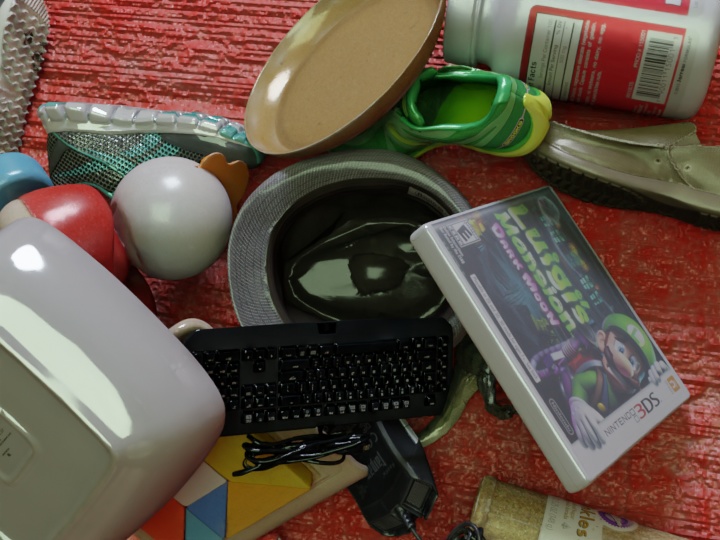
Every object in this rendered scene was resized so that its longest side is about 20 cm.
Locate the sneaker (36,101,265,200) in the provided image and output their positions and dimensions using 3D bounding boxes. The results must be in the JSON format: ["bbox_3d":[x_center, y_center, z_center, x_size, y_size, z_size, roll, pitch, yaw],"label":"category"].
[{"bbox_3d":[-0.175,-0.091,0.827,0.199,0.078,0.092,7,100,13],"label":"sneaker"}]

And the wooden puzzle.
[{"bbox_3d":[-0.122,0.142,0.712,0.185,0.037,0.200,-34,121,21],"label":"wooden puzzle"}]

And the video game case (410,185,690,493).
[{"bbox_3d":[0.143,0.037,0.707,0.023,0.181,0.201,-41,76,38],"label":"video game case"}]

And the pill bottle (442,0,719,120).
[{"bbox_3d":[0.169,-0.187,0.756,0.199,0.112,0.113,12,84,10],"label":"pill bottle"}]

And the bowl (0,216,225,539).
[{"bbox_3d":[-0.207,0.093,0.625,0.200,0.075,0.200,43,117,0],"label":"bowl"}]

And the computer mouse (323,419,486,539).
[{"bbox_3d":[0.012,0.178,0.764,0.200,0.046,0.141,49,121,28],"label":"computer mouse"}]

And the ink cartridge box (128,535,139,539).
[{"bbox_3d":[-0.238,0.275,0.791,0.199,0.057,0.164,1,82,14],"label":"ink cartridge box"}]

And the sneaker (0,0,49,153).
[{"bbox_3d":[-0.348,-0.154,0.860,0.099,0.070,0.201,14,81,17],"label":"sneaker"}]

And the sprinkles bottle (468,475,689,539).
[{"bbox_3d":[0.178,0.212,0.724,0.199,0.068,0.069,15,85,11],"label":"sprinkles bottle"}]

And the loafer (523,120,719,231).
[{"bbox_3d":[0.223,-0.082,0.757,0.199,0.076,0.068,18,82,4],"label":"loafer"}]

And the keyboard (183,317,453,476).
[{"bbox_3d":[-0.021,0.088,0.669,0.199,0.040,0.105,-2,103,-23],"label":"keyboard"}]

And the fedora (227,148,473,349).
[{"bbox_3d":[0.000,0.000,0.767,0.199,0.090,0.178,-13,83,-3],"label":"fedora"}]

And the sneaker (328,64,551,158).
[{"bbox_3d":[0.048,-0.128,0.762,0.199,0.083,0.075,-1,70,36],"label":"sneaker"}]

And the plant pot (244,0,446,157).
[{"bbox_3d":[-0.010,-0.164,0.770,0.199,0.027,0.201,-29,39,27],"label":"plant pot"}]

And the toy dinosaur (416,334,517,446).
[{"bbox_3d":[0.102,0.070,0.763,0.088,0.047,0.201,24,90,37],"label":"toy dinosaur"}]

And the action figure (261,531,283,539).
[{"bbox_3d":[-0.028,0.289,0.734,0.065,0.099,0.201,-32,76,3],"label":"action figure"}]

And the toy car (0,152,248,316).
[{"bbox_3d":[-0.166,-0.016,0.768,0.199,0.177,0.184,-29,54,-19],"label":"toy car"}]
